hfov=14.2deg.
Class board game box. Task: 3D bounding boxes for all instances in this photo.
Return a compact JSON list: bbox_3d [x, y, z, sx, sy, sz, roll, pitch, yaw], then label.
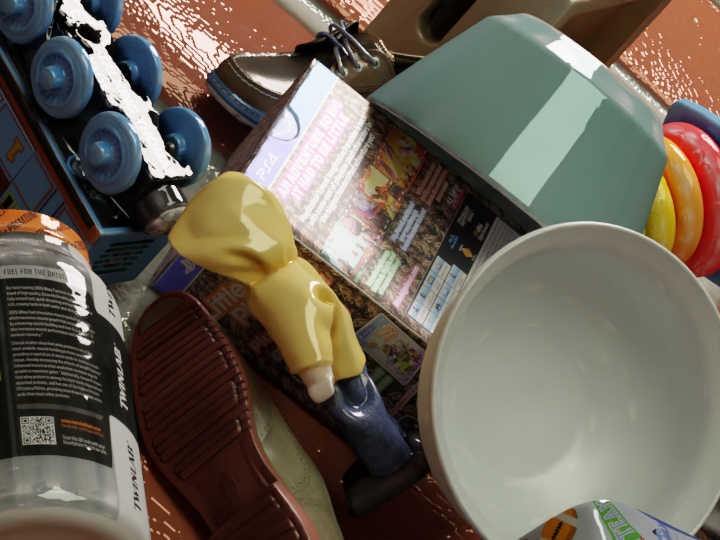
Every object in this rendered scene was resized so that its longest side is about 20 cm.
[{"bbox_3d":[0.000,0.000,1.732,0.200,0.097,0.160,39,36,-6],"label":"board game box"}]

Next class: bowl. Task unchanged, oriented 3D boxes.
[{"bbox_3d":[0.107,0.075,1.617,0.200,0.090,0.202,2,85,-27],"label":"bowl"},{"bbox_3d":[0.112,-0.084,1.788,0.201,0.105,0.201,39,-1,0],"label":"bowl"}]

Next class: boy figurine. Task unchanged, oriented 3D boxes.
[{"bbox_3d":[-0.033,0.039,1.598,0.200,0.064,0.124,56,5,-16],"label":"boy figurine"}]

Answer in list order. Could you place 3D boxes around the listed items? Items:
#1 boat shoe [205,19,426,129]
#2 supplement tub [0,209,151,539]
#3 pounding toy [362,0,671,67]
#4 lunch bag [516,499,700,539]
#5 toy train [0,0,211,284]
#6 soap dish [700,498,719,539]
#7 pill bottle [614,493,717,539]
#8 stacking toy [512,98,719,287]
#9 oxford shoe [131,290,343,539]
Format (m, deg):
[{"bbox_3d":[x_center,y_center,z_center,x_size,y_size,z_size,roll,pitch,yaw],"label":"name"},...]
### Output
[{"bbox_3d":[-0.012,-0.124,1.858,0.199,0.073,0.072,4,36,-44],"label":"boat shoe"},{"bbox_3d":[-0.175,0.075,1.468,0.122,0.123,0.201,17,44,-31],"label":"supplement tub"},{"bbox_3d":[0.121,-0.211,1.972,0.184,0.200,0.142,-18,67,-51],"label":"pounding toy"},{"bbox_3d":[0.095,0.203,1.538,0.160,0.200,0.076,25,39,-45],"label":"lunch bag"},{"bbox_3d":[-0.168,-0.089,1.647,0.086,0.114,0.201,-7,59,-51],"label":"toy train"},{"bbox_3d":[0.250,0.138,1.745,0.199,0.082,0.157,27,-6,26],"label":"soap dish"},{"bbox_3d":[0.204,0.215,1.704,0.199,0.106,0.107,29,38,-19],"label":"pill bottle"},{"bbox_3d":[0.167,-0.035,1.944,0.199,0.117,0.110,-14,33,-30],"label":"stacking toy"},{"bbox_3d":[-0.067,0.104,1.606,0.075,0.070,0.201,18,43,-60],"label":"oxford shoe"}]
